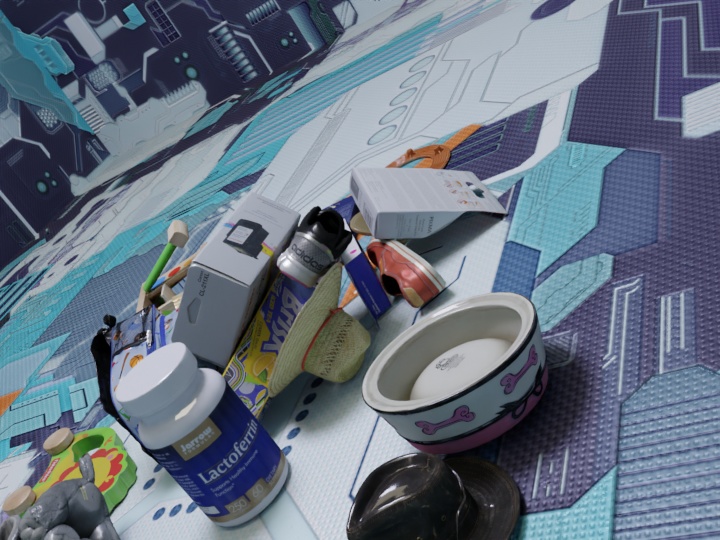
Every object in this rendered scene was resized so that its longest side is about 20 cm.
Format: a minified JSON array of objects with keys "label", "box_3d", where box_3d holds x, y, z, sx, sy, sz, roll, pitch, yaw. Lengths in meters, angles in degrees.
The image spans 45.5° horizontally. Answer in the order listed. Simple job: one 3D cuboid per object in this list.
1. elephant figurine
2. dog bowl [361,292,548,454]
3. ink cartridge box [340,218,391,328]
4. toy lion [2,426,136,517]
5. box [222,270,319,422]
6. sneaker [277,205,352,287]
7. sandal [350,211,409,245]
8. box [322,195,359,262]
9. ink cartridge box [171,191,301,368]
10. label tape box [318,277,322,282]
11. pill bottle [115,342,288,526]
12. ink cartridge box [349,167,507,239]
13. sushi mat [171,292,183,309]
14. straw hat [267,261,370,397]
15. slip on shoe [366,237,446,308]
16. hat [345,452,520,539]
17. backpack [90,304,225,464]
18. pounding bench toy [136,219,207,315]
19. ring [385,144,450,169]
[{"label":"elephant figurine","box_3d":[-0.400,0.359,1.058,0.200,0.142,0.155,-43,-10,21]},{"label":"dog bowl","box_3d":[0.104,0.108,0.890,0.199,0.074,0.200,-28,18,10]},{"label":"ink cartridge box","box_3d":[0.000,0.000,1.234,0.037,0.095,0.200,-28,23,4]},{"label":"toy lion","box_3d":[-0.405,0.302,1.252,0.190,0.069,0.200,-18,27,20]},{"label":"box","box_3d":[-0.118,0.099,1.130,0.201,0.070,0.064,-62,-4,-13]},{"label":"sneaker","box_3d":[-0.048,-0.043,1.128,0.088,0.074,0.200,-50,3,16]},{"label":"sandal","box_3d":[0.071,-0.070,1.332,0.211,0.070,0.077,-28,47,-35]},{"label":"box","box_3d":[-0.060,-0.058,1.510,0.121,0.032,0.201,-24,27,23]},{"label":"ink cartridge box","box_3d":[-0.164,0.010,1.152,0.200,0.082,0.146,-64,-4,-56]},{"label":"label tape box","box_3d":[-0.161,0.059,1.308,0.198,0.064,0.145,-4,33,19]},{"label":"pill bottle","box_3d":[-0.180,0.186,0.983,0.115,0.201,0.116,-29,24,14]},{"label":"ink cartridge box","box_3d":[0.096,-0.102,1.277,0.198,0.048,0.160,0,29,-15]},{"label":"sushi mat","box_3d":[-0.187,0.020,1.308,0.199,0.012,0.096,-27,33,-13]},{"label":"straw hat","box_3d":[-0.034,0.096,1.096,0.202,0.085,0.201,-61,-10,-18]},{"label":"slip on shoe","box_3d":[0.050,0.001,1.204,0.061,0.074,0.200,-45,27,-4]},{"label":"hat","box_3d":[0.040,0.222,0.768,0.200,0.081,0.201,-28,25,14]},{"label":"backpack","box_3d":[-0.262,0.160,1.189,0.153,0.200,0.191,-28,36,16]},{"label":"pounding bench toy","box_3d":[-0.312,0.032,1.460,0.155,0.201,0.124,-31,23,5]},{"label":"ring","box_3d":[0.074,-0.175,1.576,0.200,0.019,0.201,-29,24,14]}]
